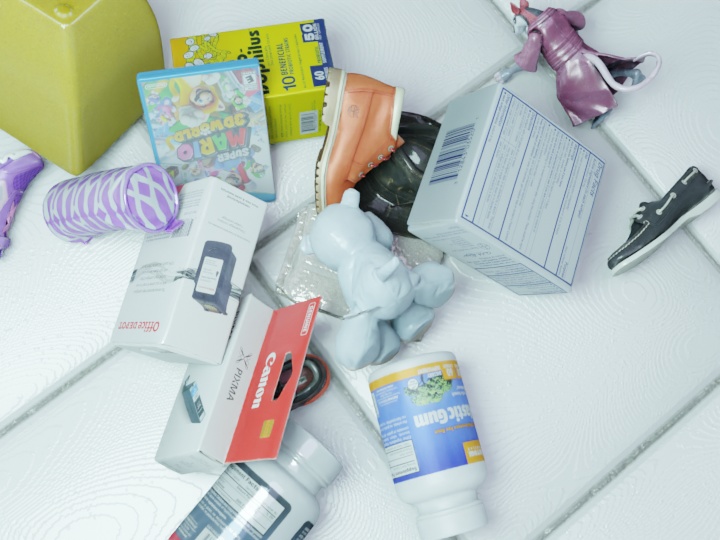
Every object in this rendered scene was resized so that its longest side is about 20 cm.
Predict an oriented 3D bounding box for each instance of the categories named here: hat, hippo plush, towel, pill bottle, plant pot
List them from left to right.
[{"bbox_3d":[-0.359,-0.282,1.102,0.193,0.201,0.196,31,55,5],"label":"plant pot"},{"bbox_3d":[-0.115,0.272,1.034,0.119,0.120,0.200,39,76,7],"label":"pill bottle"},{"bbox_3d":[-0.007,0.009,1.069,0.161,0.199,0.160,47,107,26],"label":"hippo plush"},{"bbox_3d":[0.000,0.000,1.161,0.197,0.035,0.134,17,75,0],"label":"towel"},{"bbox_3d":[0.064,-0.140,1.169,0.198,0.081,0.203,2,68,-6],"label":"hat"},{"bbox_3d":[0.084,0.205,1.069,0.111,0.112,0.203,-14,76,-7],"label":"pill bottle"}]

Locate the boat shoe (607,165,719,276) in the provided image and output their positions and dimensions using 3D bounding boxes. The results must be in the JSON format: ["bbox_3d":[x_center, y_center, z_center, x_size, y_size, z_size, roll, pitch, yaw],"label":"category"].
[{"bbox_3d":[0.384,-0.066,1.185,0.199,0.074,0.061,-36,80,-15],"label":"boat shoe"}]

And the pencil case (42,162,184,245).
[{"bbox_3d":[-0.296,-0.074,1.078,0.084,0.198,0.086,-42,116,-38],"label":"pencil case"}]

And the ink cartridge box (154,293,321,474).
[{"bbox_3d":[-0.138,0.120,1.030,0.045,0.175,0.202,36,53,-31],"label":"ink cartridge box"}]

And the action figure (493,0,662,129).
[{"bbox_3d":[0.268,-0.283,1.205,0.200,0.149,0.134,44,82,-6],"label":"action figure"}]

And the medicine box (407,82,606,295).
[{"bbox_3d":[0.183,-0.092,1.122,0.199,0.102,0.184,29,72,-28],"label":"medicine box"}]

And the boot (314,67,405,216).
[{"bbox_3d":[-0.003,-0.136,1.109,0.106,0.075,0.203,8,112,-7],"label":"boot"}]

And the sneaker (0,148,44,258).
[{"bbox_3d":[-0.459,-0.062,1.129,0.088,0.080,0.200,43,81,1],"label":"sneaker"}]

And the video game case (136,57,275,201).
[{"bbox_3d":[-0.183,-0.158,1.116,0.141,0.202,0.018,-9,44,-7],"label":"video game case"}]

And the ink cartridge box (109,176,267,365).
[{"bbox_3d":[-0.204,0.005,1.080,0.084,0.144,0.203,25,72,-34],"label":"ink cartridge box"}]

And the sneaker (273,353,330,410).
[{"bbox_3d":[-0.128,0.156,1.082,0.199,0.082,0.077,-34,80,-8],"label":"sneaker"}]

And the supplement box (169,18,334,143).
[{"bbox_3d":[-0.133,-0.234,1.169,0.197,0.110,0.110,-10,67,-6],"label":"supplement box"}]
